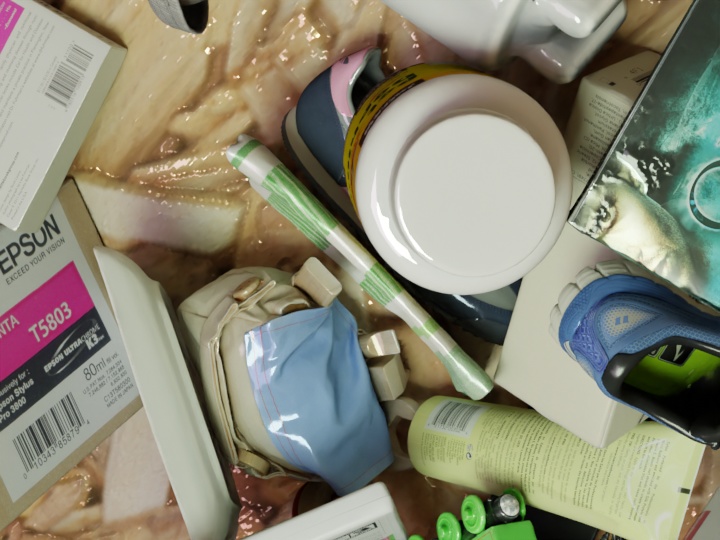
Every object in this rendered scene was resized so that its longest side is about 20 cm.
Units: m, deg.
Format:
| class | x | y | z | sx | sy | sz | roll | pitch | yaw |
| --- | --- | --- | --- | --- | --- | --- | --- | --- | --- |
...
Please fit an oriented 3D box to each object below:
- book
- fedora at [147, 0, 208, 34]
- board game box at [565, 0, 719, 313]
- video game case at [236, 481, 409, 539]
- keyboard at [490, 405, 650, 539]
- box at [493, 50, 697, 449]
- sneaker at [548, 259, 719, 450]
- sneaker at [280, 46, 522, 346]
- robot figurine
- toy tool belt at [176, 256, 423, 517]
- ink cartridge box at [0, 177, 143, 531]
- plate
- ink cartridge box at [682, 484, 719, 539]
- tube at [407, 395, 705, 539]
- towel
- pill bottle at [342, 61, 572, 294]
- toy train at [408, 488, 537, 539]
| class | x | y | z | sx | sy | sz | roll | pitch | yaw |
| --- | --- | --- | --- | --- | --- | --- | --- | --- | --- |
| book | -0.264 | -0.131 | 1.343 | 0.199 | 0.048 | 0.134 | 31 | 99 | 16 |
| fedora | -0.079 | -0.229 | 1.128 | 0.090 | 0.201 | 0.177 | -10 | 148 | 6 |
| board game box | 0.207 | -0.077 | 1.021 | 0.135 | 0.028 | 0.201 | 29 | 104 | 1 |
| video game case | -0.068 | 0.185 | 1.246 | 0.182 | 0.199 | 0.022 | 72 | 175 | -74 |
| keyboard | 0.140 | 0.127 | 1.268 | 0.104 | 0.040 | 0.201 | 41 | 130 | 27 |
| box | 0.143 | -0.010 | 1.134 | 0.082 | 0.068 | 0.201 | 33 | 127 | 27 |
| sneaker | 0.195 | 0.061 | 1.080 | 0.199 | 0.089 | 0.079 | 12 | 122 | -21 |
| sneaker | 0.044 | -0.042 | 1.200 | 0.200 | 0.070 | 0.082 | 43 | 131 | 1 |
| robot figurine | 0.048 | -0.182 | 1.081 | 0.200 | 0.113 | 0.170 | 36 | 147 | 10 |
| toy tool belt | -0.022 | 0.086 | 1.291 | 0.122 | 0.125 | 0.201 | -9 | 113 | 47 |
| ink cartridge box | -0.236 | 0.057 | 1.367 | 0.075 | 0.200 | 0.166 | -9 | 113 | 37 |
| plate | -0.114 | 0.085 | 1.313 | 0.200 | 0.032 | 0.201 | 98 | 152 | -83 |
| ink cartridge box | 0.207 | 0.230 | 1.201 | 0.083 | 0.145 | 0.201 | 24 | 128 | 19 |
| tube | 0.114 | 0.113 | 1.222 | 0.199 | 0.052 | 0.058 | 7 | 116 | 46 |
| towel | 0.000 | 0.000 | 1.223 | 0.023 | 0.153 | 0.200 | -44 | 88 | -1 |
| pill bottle | 0.048 | -0.049 | 1.075 | 0.108 | 0.200 | 0.110 | -1 | 98 | -4 |
| toy train | 0.046 | 0.188 | 1.263 | 0.200 | 0.042 | 0.057 | -45 | 57 | 52 |
